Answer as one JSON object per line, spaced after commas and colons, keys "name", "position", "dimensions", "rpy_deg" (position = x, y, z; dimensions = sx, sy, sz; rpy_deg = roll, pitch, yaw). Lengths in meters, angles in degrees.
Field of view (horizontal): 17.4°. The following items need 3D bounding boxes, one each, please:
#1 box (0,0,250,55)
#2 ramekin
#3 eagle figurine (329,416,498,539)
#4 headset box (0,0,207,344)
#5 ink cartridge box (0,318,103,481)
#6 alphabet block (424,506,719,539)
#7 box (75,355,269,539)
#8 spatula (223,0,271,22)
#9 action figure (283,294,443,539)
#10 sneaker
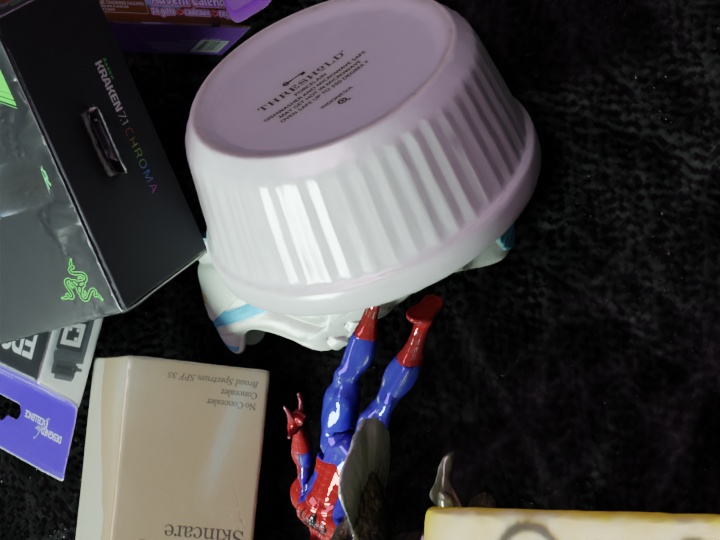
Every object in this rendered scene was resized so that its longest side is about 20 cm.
{"name": "box", "position": [-0.173, -0.202, 1.428], "dimensions": [0.039, 0.200, 0.137], "rpy_deg": [-37, 65, 45]}
{"name": "ramekin", "position": [-0.006, -0.073, 1.307], "dimensions": [0.202, 0.094, 0.203], "rpy_deg": [-16, 35, 11]}
{"name": "eagle figurine", "position": [-0.006, 0.195, 1.287], "dimensions": [0.200, 0.152, 0.151], "rpy_deg": [-33, 41, 24]}
{"name": "headset box", "position": [-0.204, -0.053, 1.312], "dimensions": [0.200, 0.093, 0.175], "rpy_deg": [-13, 105, 34]}
{"name": "ink cartridge box", "position": [-0.219, 0.012, 1.474], "dimensions": [0.198, 0.043, 0.201], "rpy_deg": [16, 92, 55]}
{"name": "alphabet block", "position": [0.151, 0.222, 1.175], "dimensions": [0.195, 0.196, 0.201], "rpy_deg": [0, 83, 29]}
{"name": "box", "position": [-0.116, 0.154, 1.391], "dimensions": [0.078, 0.095, 0.201], "rpy_deg": [172, 103, -68]}
{"name": "spatula", "position": [-0.106, -0.247, 1.420], "dimensions": [0.056, 0.021, 0.200], "rpy_deg": [-21, 102, 49]}
{"name": "action figure", "position": [-0.008, 0.097, 1.350], "dimensions": [0.065, 0.052, 0.201], "rpy_deg": [27, 121, 20]}
{"name": "sneaker", "position": [0.000, 0.000, 1.376], "dimensions": [0.199, 0.076, 0.081], "rpy_deg": [-7, 102, 26]}
